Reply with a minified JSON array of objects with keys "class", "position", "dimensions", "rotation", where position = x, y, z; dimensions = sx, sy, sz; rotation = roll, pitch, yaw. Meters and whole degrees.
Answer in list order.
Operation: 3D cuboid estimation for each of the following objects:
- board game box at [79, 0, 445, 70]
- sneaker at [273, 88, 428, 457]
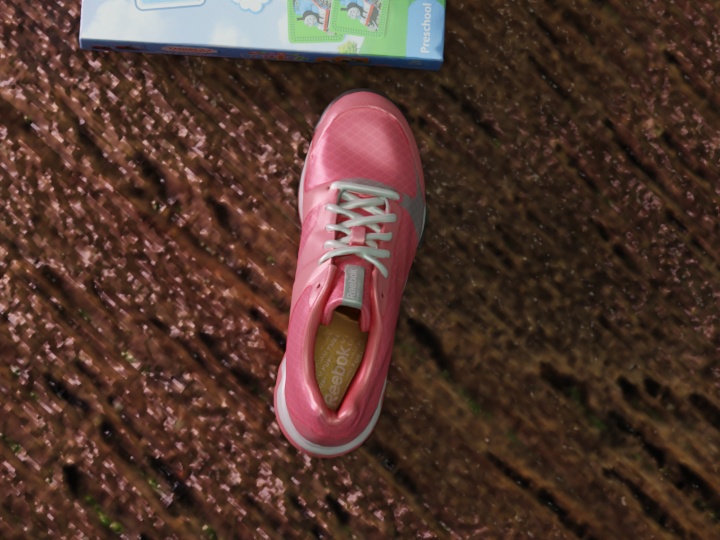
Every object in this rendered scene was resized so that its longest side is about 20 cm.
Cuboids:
[{"class":"board game box","position":[-0.051,-0.192,1.519],"dimensions":[0.199,0.037,0.152],"rotation":[3,86,-3]},{"class":"sneaker","position":[0.000,0.000,1.482],"dimensions":[0.073,0.087,0.201],"rotation":[7,85,-4]}]
